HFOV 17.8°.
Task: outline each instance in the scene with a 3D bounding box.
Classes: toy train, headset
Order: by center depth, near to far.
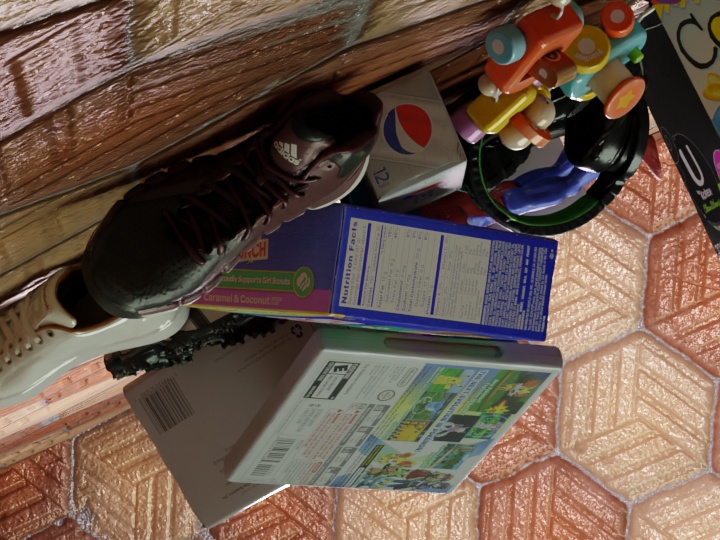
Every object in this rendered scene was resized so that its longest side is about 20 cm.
[{"bbox_3d":[0.138,-0.129,1.436,0.200,0.056,0.150,-25,163,-44],"label":"toy train"},{"bbox_3d":[0.156,-0.112,1.590,0.200,0.123,0.094,-54,-155,1],"label":"headset"}]

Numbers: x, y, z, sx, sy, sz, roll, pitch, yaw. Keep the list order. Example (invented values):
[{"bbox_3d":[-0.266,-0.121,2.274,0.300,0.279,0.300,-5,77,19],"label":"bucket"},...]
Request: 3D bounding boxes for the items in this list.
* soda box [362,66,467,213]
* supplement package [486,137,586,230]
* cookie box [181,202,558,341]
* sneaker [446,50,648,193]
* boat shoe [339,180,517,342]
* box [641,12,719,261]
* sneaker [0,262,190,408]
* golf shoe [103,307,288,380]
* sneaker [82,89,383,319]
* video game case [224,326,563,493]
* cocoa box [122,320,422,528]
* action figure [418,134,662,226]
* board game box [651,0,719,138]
[{"bbox_3d":[0.028,-0.080,1.516,0.063,0.068,0.200,-24,176,0],"label":"soda box"},{"bbox_3d":[0.078,-0.062,1.819,0.114,0.110,0.200,-24,177,-18],"label":"supplement package"},{"bbox_3d":[0.000,0.000,1.525,0.200,0.075,0.171,8,177,-42],"label":"cookie box"},{"bbox_3d":[0.123,-0.123,1.681,0.200,0.074,0.079,-26,-160,-21],"label":"sneaker"},{"bbox_3d":[0.035,0.002,1.715,0.084,0.200,0.069,-28,178,-28],"label":"boat shoe"},{"bbox_3d":[0.304,-0.124,1.753,0.124,0.200,0.149,-24,177,-9],"label":"box"},{"bbox_3d":[-0.225,0.034,1.607,0.200,0.073,0.085,-23,152,12],"label":"sneaker"},{"bbox_3d":[-0.125,0.017,1.667,0.200,0.095,0.078,-18,171,43],"label":"golf shoe"},{"bbox_3d":[-0.068,-0.052,1.318,0.200,0.076,0.116,-35,176,-24],"label":"sneaker"},{"bbox_3d":[0.020,0.102,1.628,0.182,0.022,0.200,5,147,-22],"label":"video game case"},{"bbox_3d":[-0.054,0.087,1.780,0.200,0.133,0.131,-33,179,35],"label":"cocoa box"},{"bbox_3d":[0.122,-0.031,1.679,0.200,0.099,0.065,-17,-158,-8],"label":"action figure"},{"bbox_3d":[0.269,-0.128,1.399,0.103,0.200,0.105,-28,177,38],"label":"board game box"}]
